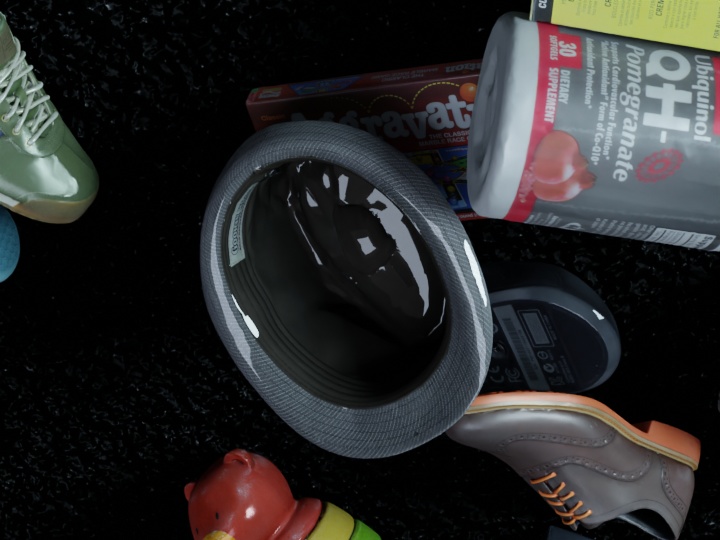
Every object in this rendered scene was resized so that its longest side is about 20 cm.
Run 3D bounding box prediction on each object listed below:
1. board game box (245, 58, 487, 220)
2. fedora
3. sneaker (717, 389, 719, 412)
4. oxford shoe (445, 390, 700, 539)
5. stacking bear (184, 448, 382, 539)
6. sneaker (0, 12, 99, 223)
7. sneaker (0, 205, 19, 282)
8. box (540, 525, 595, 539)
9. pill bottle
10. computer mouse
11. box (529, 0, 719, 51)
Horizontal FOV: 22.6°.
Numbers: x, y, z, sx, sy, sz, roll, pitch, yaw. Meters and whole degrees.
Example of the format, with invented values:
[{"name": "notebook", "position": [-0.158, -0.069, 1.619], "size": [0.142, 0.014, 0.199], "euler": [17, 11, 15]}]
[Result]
[{"name": "board game box", "position": [0.039, -0.074, 1.075], "size": [0.198, 0.020, 0.104], "euler": [-5, 126, 21]}, {"name": "fedora", "position": [0.000, 0.000, 1.062], "size": [0.176, 0.090, 0.201], "euler": [-37, 92, 30]}, {"name": "sneaker", "position": [0.252, 0.085, 1.100], "size": [0.073, 0.087, 0.202], "euler": [4, 130, 15]}, {"name": "oxford shoe", "position": [0.134, 0.122, 1.129], "size": [0.198, 0.073, 0.071], "euler": [16, 161, -26]}, {"name": "stacking bear", "position": [-0.042, 0.213, 1.285], "size": [0.200, 0.114, 0.121], "euler": [46, 136, -9]}, {"name": "sneaker", "position": [-0.231, -0.113, 1.087], "size": [0.200, 0.067, 0.090], "euler": [38, 135, -12]}, {"name": "sneaker", "position": [-0.328, -0.051, 1.164], "size": [0.130, 0.080, 0.201], "euler": [-20, 121, 28]}, {"name": "box", "position": [0.197, 0.293, 1.253], "size": [0.198, 0.149, 0.108], "euler": [19, 133, 0]}, {"name": "pill bottle", "position": [0.163, -0.070, 0.970], "size": [0.198, 0.111, 0.111], "euler": [8, 132, -6]}, {"name": "computer mouse", "position": [0.075, 0.028, 1.135], "size": [0.198, 0.053, 0.139], "euler": [0, 129, 31]}, {"name": "box", "position": [0.191, -0.152, 0.927], "size": [0.198, 0.076, 0.050], "euler": [9, 134, 7]}]
